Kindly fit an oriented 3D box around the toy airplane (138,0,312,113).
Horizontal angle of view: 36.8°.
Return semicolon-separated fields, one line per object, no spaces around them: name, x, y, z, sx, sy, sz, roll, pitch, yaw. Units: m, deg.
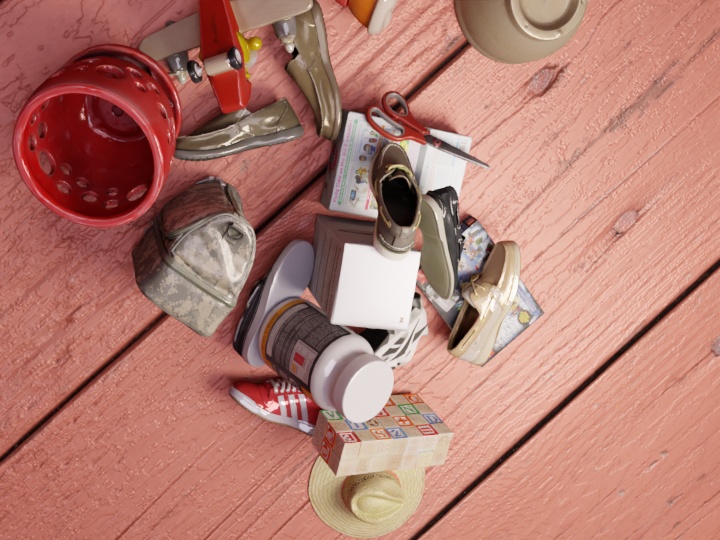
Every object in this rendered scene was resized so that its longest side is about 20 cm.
toy airplane;-0.186;-0.329;1.486;0.198;0.141;0.201;31;87;23

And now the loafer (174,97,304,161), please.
loafer;-0.182;-0.202;1.548;0.197;0.075;0.071;-14;96;-15

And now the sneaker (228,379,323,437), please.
sneaker;-0.098;0.182;1.660;0.198;0.071;0.114;24;101;-26

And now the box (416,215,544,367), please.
box;0.183;0.034;1.709;0.136;0.040;0.201;-40;110;-1

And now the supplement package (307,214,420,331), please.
supplement package;0.000;0.000;1.570;0.115;0.200;0.120;7;103;-16

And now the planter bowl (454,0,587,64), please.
planter bowl;0.248;-0.397;1.566;0.196;0.135;0.204;-3;105;-12

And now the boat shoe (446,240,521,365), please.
boat shoe;0.186;0.047;1.653;0.068;0.074;0.203;13;101;-23

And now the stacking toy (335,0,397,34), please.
stacking toy;-0.027;-0.436;1.510;0.198;0.146;0.148;27;97;0

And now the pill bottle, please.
pill bottle;-0.050;0.129;1.548;0.115;0.199;0.118;-21;126;-33

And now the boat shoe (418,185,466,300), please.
boat shoe;0.126;-0.044;1.601;0.066;0.074;0.202;-35;133;-23

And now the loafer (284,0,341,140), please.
loafer;-0.074;-0.283;1.550;0.066;0.076;0.204;-13;97;-9

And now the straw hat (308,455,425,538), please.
straw hat;0.021;0.360;1.728;0.197;0.085;0.205;-3;104;-13

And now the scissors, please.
scissors;0.097;-0.185;1.569;0.199;0.014;0.074;38;62;-5

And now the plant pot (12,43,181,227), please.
plant pot;-0.332;-0.186;1.428;0.196;0.183;0.204;4;122;6

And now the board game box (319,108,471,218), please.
board game box;0.052;-0.149;1.618;0.196;0.064;0.150;10;101;-18

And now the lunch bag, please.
lunch bag;-0.221;-0.032;1.511;0.139;0.200;0.168;38;97;-22

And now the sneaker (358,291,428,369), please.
sneaker;0.036;0.127;1.659;0.199;0.074;0.089;-38;122;-24

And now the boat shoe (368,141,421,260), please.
boat shoe;0.051;-0.108;1.497;0.071;0.204;0.061;11;139;-12

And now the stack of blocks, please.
stack of blocks;0.027;0.248;1.654;0.197;0.115;0.060;0;116;-33

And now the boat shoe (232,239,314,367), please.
boat shoe;-0.135;0.040;1.616;0.071;0.067;0.203;13;103;-46
